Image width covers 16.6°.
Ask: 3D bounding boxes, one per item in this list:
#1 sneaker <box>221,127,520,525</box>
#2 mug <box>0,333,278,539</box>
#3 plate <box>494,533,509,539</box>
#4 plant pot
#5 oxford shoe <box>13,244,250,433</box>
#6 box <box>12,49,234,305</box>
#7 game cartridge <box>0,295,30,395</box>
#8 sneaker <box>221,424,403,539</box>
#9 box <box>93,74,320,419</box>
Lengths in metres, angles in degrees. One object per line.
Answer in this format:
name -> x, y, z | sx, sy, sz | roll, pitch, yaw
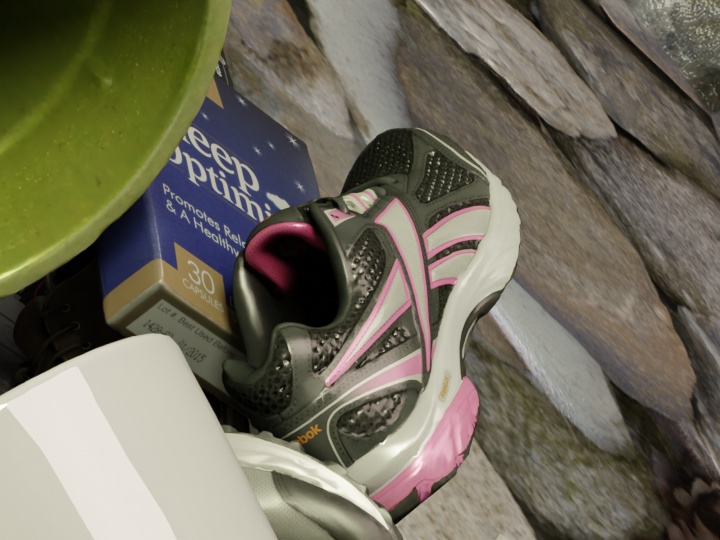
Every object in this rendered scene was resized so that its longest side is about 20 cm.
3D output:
sneaker -> 0.000, 0.000, 0.868 | 0.086, 0.080, 0.200 | 45, 25, -22
mug -> -0.078, 0.130, 0.629 | 0.153, 0.187, 0.149 | 54, 34, 8
plate -> 0.033, 0.211, 0.807 | 0.032, 0.200, 0.200 | 9, 15, 10
plant pot -> -0.174, -0.115, 0.815 | 0.200, 0.200, 0.190 | 29, 14, -48
oxford shoe -> -0.092, 0.050, 0.920 | 0.084, 0.073, 0.200 | 17, 32, -25
box -> -0.136, -0.081, 1.081 | 0.132, 0.115, 0.200 | 38, 23, -37
game cartridge -> -0.129, 0.062, 0.941 | 0.200, 0.038, 0.130 | 38, 25, -32
sneaker -> -0.083, 0.095, 0.797 | 0.079, 0.200, 0.074 | -77, 168, -45
box -> -0.058, -0.028, 0.944 | 0.121, 0.032, 0.200 | 36, 25, -38
